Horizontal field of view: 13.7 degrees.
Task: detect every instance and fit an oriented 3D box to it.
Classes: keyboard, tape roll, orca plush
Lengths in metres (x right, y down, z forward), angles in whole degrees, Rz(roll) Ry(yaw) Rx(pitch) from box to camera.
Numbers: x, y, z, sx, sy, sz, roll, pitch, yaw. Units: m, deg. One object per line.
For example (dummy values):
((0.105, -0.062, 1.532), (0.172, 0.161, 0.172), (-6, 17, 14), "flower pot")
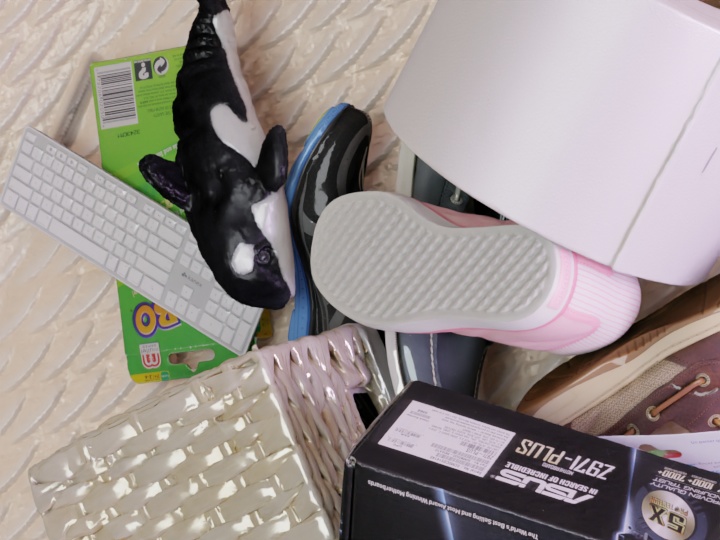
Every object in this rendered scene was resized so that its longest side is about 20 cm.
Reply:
((-0.138, -0.019, 1.826), (0.200, 0.011, 0.056), (31, 106, 24), "keyboard")
((0.131, -0.102, 1.605), (0.203, 0.203, 0.139), (34, 106, 22), "tape roll")
((-0.092, -0.073, 1.742), (0.105, 0.071, 0.201), (172, 92, -66), "orca plush")

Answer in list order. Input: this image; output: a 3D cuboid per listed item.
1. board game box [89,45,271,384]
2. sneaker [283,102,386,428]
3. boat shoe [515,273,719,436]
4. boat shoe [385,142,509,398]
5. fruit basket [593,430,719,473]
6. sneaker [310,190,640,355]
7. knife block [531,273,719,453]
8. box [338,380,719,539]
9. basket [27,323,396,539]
((-0.109, -0.034, 1.830), (0.095, 0.030, 0.201), (-8, 86, 28), "board game box")
((0.000, 0.000, 1.756), (0.083, 0.071, 0.200), (2, 98, 22), "sneaker")
((0.180, 0.055, 1.597), (0.200, 0.072, 0.072), (-30, 98, 24), "boat shoe")
((0.057, 0.008, 1.703), (0.062, 0.073, 0.201), (-8, 69, 27), "boat shoe")
((0.189, 0.143, 1.604), (0.185, 0.094, 0.200), (-7, 132, 28), "fruit basket")
((0.067, 0.006, 1.639), (0.200, 0.105, 0.076), (9, 86, 47), "sneaker")
((0.211, 0.023, 1.648), (0.200, 0.064, 0.176), (18, 100, 26), "knife block")
((0.093, 0.169, 1.548), (0.200, 0.086, 0.164), (17, 125, 20), "box")
((-0.073, 0.129, 1.702), (0.200, 0.123, 0.136), (-28, 79, 30), "basket")
